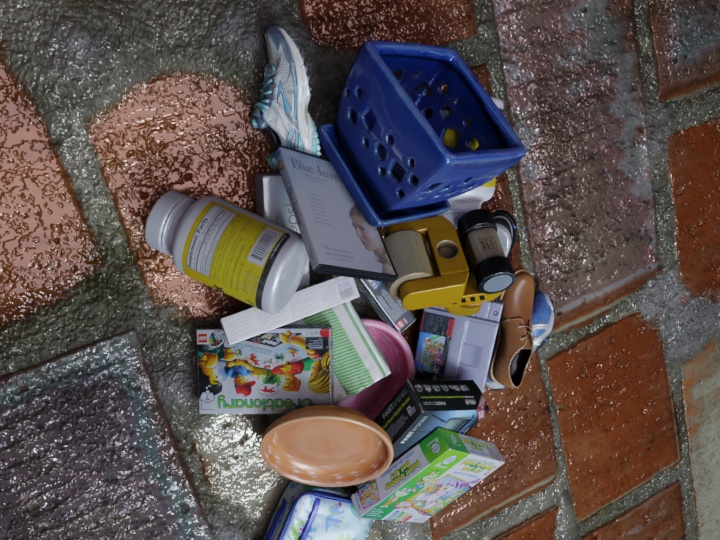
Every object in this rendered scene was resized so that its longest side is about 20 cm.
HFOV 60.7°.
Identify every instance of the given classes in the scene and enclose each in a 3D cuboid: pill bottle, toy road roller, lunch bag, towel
[{"bbox_3d":[0.161,-0.170,0.974,0.110,0.111,0.202,0,102,-22],"label":"pill bottle"},{"bbox_3d":[0.129,0.006,0.933,0.198,0.124,0.147,-8,146,-8],"label":"toy road roller"},{"bbox_3d":[-0.081,0.454,1.024,0.160,0.082,0.202,24,90,-22],"label":"lunch bag"},{"bbox_3d":[-0.178,-0.031,0.818,0.198,0.111,0.112,24,92,9],"label":"pill bottle"},{"bbox_3d":[-0.073,0.142,0.936,0.199,0.023,0.153,-30,93,4],"label":"towel"}]

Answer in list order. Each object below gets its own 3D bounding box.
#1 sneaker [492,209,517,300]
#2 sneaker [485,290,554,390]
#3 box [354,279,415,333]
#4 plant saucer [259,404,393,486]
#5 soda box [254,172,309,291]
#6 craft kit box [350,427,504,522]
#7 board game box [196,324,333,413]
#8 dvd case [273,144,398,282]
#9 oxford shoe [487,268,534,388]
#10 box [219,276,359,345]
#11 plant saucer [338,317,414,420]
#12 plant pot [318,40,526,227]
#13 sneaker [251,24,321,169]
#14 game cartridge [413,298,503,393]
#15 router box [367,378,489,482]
[{"bbox_3d":[0.222,-0.008,1.057,0.073,0.112,0.201,26,125,14],"label":"sneaker"},{"bbox_3d":[0.275,0.118,1.101,0.077,0.076,0.201,37,84,-29],"label":"sneaker"},{"bbox_3d":[0.000,0.000,0.943,0.035,0.110,0.201,-39,113,-8],"label":"box"},{"bbox_3d":[-0.050,0.260,0.919,0.198,0.038,0.201,1,135,1],"label":"plant saucer"},{"bbox_3d":[-0.116,-0.042,0.912,0.067,0.064,0.202,-5,102,-20],"label":"soda box"},{"bbox_3d":[0.116,0.347,1.026,0.198,0.049,0.199,-45,139,15],"label":"craft kit box"},{"bbox_3d":[-0.140,0.146,0.909,0.198,0.035,0.128,-1,95,2],"label":"board game box"},{"bbox_3d":[-0.033,-0.076,0.833,0.142,0.201,0.018,8,141,-43],"label":"dvd case"},{"bbox_3d":[0.267,0.098,1.027,0.071,0.071,0.202,5,96,-24],"label":"oxford shoe"},{"bbox_3d":[-0.099,0.053,0.878,0.198,0.039,0.042,-21,89,-15],"label":"box"},{"bbox_3d":[-0.009,0.172,1.009,0.199,0.051,0.203,-5,104,-21],"label":"plant saucer"},{"bbox_3d":[0.072,-0.177,0.853,0.199,0.180,0.201,-16,69,-46],"label":"plant pot"},{"bbox_3d":[-0.114,-0.237,0.865,0.086,0.078,0.202,-16,107,-15],"label":"sneaker"},{"bbox_3d":[0.156,0.134,1.036,0.128,0.038,0.202,10,106,5],"label":"game cartridge"},{"bbox_3d":[0.093,0.260,0.998,0.149,0.062,0.201,8,129,-36],"label":"router box"}]
